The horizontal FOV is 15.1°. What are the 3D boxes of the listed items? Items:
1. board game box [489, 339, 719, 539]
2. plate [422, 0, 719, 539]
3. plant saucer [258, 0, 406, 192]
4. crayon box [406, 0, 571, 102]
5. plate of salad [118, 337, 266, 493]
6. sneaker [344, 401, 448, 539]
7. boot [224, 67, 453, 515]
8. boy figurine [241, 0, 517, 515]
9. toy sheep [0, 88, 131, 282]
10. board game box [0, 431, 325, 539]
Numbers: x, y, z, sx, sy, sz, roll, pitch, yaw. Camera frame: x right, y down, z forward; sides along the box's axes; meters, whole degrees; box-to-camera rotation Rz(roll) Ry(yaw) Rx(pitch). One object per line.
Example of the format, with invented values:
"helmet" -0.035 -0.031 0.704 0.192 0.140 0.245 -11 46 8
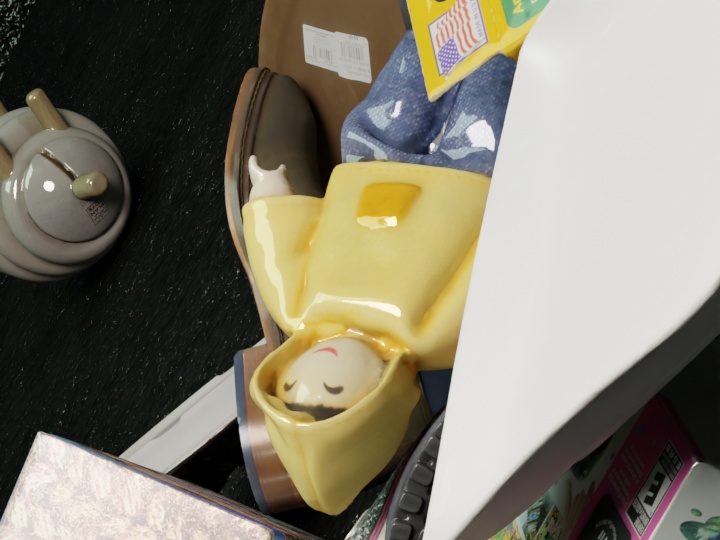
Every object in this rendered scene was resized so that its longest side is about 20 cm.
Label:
"board game box" 0.063 0.124 0.842 0.201 0.064 0.148 -63 15 14
"plate" 0.081 -0.034 0.772 0.200 0.032 0.201 127 159 -56
"plant saucer" 0.014 -0.060 1.111 0.200 0.029 0.201 33 130 48
"crayon box" 0.099 -0.149 0.919 0.200 0.051 0.126 -34 51 30
"plate of salad" -0.059 0.075 1.228 0.200 0.048 0.200 -39 1 1
"sneaker" 0.022 0.125 0.969 0.201 0.080 0.075 -56 3 9
"boot" 0.000 0.000 1.085 0.075 0.096 0.201 65 -163 -59
"boy figurine" 0.008 -0.011 0.970 0.201 0.124 0.065 -65 -24 -23
"toy sheep" -0.228 -0.057 1.944 0.200 0.137 0.139 1 67 67
"board game box" -0.080 0.162 1.036 0.160 0.096 0.200 -67 -15 -5
